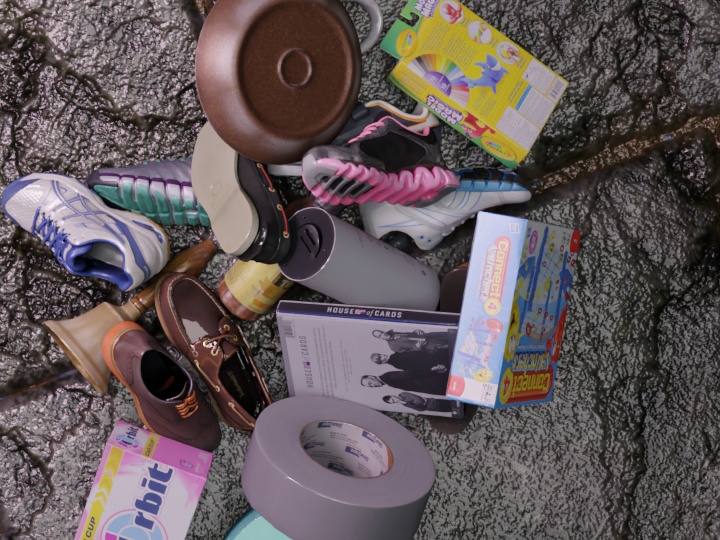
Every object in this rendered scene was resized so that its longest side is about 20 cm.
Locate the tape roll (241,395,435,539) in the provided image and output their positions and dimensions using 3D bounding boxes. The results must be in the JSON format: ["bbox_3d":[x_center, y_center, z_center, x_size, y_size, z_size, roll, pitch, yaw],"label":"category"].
[{"bbox_3d":[-0.023,0.214,1.606,0.199,0.201,0.067,15,115,-5],"label":"tape roll"}]

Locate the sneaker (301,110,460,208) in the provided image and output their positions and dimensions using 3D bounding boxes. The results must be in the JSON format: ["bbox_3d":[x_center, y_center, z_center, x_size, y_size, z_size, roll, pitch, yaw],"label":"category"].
[{"bbox_3d":[0.014,-0.121,1.584,0.199,0.079,0.096,3,70,-43],"label":"sneaker"}]

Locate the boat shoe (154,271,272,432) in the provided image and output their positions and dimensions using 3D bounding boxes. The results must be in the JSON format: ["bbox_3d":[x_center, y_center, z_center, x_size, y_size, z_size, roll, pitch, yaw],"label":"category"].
[{"bbox_3d":[-0.152,0.088,1.657,0.070,0.070,0.201,-39,110,-24],"label":"boat shoe"}]

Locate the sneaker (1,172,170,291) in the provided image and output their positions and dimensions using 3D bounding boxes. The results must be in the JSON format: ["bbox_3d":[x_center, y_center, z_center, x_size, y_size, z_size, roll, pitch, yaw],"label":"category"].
[{"bbox_3d":[-0.306,-0.042,1.631,0.199,0.088,0.076,20,123,11],"label":"sneaker"}]

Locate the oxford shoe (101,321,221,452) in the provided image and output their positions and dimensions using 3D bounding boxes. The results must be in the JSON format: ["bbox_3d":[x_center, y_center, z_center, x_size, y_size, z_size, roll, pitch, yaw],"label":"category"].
[{"bbox_3d":[-0.203,0.141,1.639,0.071,0.072,0.200,-49,129,-15],"label":"oxford shoe"}]

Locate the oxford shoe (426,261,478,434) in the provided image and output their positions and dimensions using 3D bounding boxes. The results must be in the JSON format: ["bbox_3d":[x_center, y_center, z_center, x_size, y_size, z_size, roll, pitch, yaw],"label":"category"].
[{"bbox_3d":[0.117,0.087,1.701,0.071,0.071,0.202,14,108,14],"label":"oxford shoe"}]

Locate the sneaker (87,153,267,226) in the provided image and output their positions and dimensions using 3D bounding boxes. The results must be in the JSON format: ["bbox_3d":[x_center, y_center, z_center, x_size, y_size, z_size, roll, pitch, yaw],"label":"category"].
[{"bbox_3d":[-0.198,-0.100,1.679,0.198,0.075,0.088,10,60,2],"label":"sneaker"}]

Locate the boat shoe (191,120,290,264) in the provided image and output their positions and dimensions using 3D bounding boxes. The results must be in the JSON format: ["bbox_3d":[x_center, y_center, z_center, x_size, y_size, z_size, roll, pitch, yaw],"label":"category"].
[{"bbox_3d":[-0.128,-0.084,1.600,0.063,0.202,0.074,21,122,-39],"label":"boat shoe"}]

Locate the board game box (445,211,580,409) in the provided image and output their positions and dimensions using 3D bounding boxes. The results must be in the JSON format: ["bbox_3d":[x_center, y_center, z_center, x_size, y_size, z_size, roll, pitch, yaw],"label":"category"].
[{"bbox_3d":[0.168,0.043,1.633,0.056,0.200,0.197,11,93,24],"label":"board game box"}]

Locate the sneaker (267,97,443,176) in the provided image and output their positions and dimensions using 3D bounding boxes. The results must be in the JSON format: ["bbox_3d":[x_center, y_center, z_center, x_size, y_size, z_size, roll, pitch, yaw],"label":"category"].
[{"bbox_3d":[-0.008,-0.147,1.673,0.198,0.078,0.080,-7,98,-15],"label":"sneaker"}]

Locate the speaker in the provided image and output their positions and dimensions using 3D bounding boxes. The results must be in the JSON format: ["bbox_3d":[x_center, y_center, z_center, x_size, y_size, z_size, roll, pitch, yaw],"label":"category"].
[{"bbox_3d":[0.000,0.000,1.621,0.081,0.200,0.082,-14,65,33],"label":"speaker"}]

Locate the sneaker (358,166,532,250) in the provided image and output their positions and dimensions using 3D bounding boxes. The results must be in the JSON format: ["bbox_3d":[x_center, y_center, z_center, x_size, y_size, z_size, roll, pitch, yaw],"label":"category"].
[{"bbox_3d":[0.093,-0.068,1.694,0.198,0.075,0.087,-3,103,1],"label":"sneaker"}]

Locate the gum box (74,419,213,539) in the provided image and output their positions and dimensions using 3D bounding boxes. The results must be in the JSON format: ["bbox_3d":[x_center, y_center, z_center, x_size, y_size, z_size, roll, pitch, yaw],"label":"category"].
[{"bbox_3d":[-0.247,0.280,1.660,0.113,0.066,0.201,20,107,-4],"label":"gum box"}]

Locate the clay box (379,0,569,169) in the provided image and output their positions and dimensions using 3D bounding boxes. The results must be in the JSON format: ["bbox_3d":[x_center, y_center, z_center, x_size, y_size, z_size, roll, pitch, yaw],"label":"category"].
[{"bbox_3d":[0.119,-0.216,1.672,0.199,0.048,0.115,35,61,-4],"label":"clay box"}]

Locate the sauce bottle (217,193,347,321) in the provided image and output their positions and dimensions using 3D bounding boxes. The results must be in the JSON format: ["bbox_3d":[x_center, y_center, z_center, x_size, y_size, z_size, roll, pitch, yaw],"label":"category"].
[{"bbox_3d":[-0.074,-0.031,1.649,0.066,0.066,0.200,41,113,-5],"label":"sauce bottle"}]

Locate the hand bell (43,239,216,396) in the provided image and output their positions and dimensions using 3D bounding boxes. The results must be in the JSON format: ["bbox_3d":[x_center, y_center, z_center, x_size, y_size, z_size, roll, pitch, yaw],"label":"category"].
[{"bbox_3d":[-0.240,0.033,1.674,0.200,0.104,0.104,-41,95,-14],"label":"hand bell"}]

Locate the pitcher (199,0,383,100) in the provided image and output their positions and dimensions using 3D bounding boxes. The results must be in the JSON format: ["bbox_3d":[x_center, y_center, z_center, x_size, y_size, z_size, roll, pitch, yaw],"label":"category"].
[{"bbox_3d":[-0.075,-0.242,1.652,0.171,0.121,0.201,29,79,-20],"label":"pitcher"}]

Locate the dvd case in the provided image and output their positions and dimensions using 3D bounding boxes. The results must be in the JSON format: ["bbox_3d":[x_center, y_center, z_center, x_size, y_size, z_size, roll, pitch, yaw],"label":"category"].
[{"bbox_3d":[0.014,0.097,1.644,0.198,0.025,0.151,5,136,10],"label":"dvd case"}]

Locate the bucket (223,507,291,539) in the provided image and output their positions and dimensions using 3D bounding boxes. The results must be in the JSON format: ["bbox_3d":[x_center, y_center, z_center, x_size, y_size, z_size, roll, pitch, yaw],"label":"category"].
[{"bbox_3d":[-0.072,0.346,1.662,0.205,0.135,0.209,0,94,-4],"label":"bucket"}]

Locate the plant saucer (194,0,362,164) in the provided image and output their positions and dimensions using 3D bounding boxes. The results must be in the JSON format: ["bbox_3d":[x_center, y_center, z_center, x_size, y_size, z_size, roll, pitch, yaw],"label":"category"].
[{"bbox_3d":[-0.074,-0.209,1.569,0.199,0.037,0.202,-5,100,-31],"label":"plant saucer"}]
